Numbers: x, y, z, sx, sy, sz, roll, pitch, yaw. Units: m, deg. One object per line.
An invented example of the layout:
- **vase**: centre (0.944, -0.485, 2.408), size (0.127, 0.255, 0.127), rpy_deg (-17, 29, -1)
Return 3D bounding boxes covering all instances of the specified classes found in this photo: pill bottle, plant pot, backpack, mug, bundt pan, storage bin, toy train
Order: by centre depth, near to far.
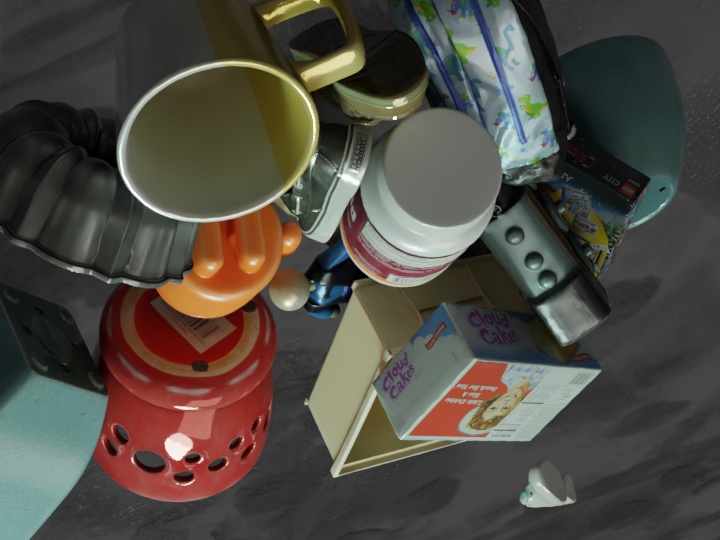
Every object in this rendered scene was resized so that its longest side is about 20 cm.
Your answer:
- **mug**: centre (-0.104, -0.143, 1.051), size (0.184, 0.154, 0.151), rpy_deg (-1, 134, -21)
- **bundt pan**: centre (-0.210, -0.070, 1.096), size (0.200, 0.202, 0.076), rpy_deg (8, 116, -45)
- **pill bottle**: centre (0.049, -0.059, 1.154), size (0.113, 0.116, 0.200), rpy_deg (-17, 171, -11)
- **backpack**: centre (0.101, -0.189, 1.159), size (0.151, 0.165, 0.201), rpy_deg (-7, 146, 2)
- **toy train**: centre (0.159, -0.025, 1.281), size (0.085, 0.114, 0.201), rpy_deg (-33, 109, 13)
- **plant pot**: centre (-0.360, 0.125, 1.326), size (0.200, 0.197, 0.195), rpy_deg (-41, 149, 13)
- **storage bin**: centre (0.065, 0.094, 1.402), size (0.196, 0.094, 0.201), rpy_deg (-11, 143, -29)
- **plant pot**: centre (-0.183, 0.105, 1.409), size (0.198, 0.202, 0.184), rpy_deg (-12, 145, -19)
- **plant pot**: centre (0.251, -0.120, 1.409), size (0.197, 0.136, 0.201), rpy_deg (-18, 152, -10)

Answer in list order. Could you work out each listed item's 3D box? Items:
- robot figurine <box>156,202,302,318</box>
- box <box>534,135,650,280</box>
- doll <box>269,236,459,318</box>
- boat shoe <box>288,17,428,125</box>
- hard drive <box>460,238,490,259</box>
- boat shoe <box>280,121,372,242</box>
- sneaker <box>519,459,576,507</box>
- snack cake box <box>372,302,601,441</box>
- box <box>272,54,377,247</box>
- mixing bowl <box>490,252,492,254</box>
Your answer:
- **robot figurine**: centre (-0.138, -0.019, 1.280), size (0.144, 0.117, 0.200), rpy_deg (-47, -176, -17)
- **box**: centre (0.171, -0.087, 1.349), size (0.038, 0.199, 0.137), rpy_deg (-49, 165, -32)
- **doll**: centre (0.000, 0.000, 1.352), size (0.198, 0.049, 0.137), rpy_deg (-11, 143, -28)
- **boat shoe**: centre (0.003, -0.149, 1.102), size (0.073, 0.200, 0.064), rpy_deg (-31, 119, -15)
- **hard drive**: centre (0.110, -0.007, 1.508), size (0.135, 0.042, 0.201), rpy_deg (-45, 165, -57)
- **boat shoe**: centre (-0.038, -0.080, 1.152), size (0.063, 0.072, 0.200), rpy_deg (15, 162, -6)
- **sneaker**: centre (0.316, 0.387, 2.437), size (0.087, 0.076, 0.200), rpy_deg (-18, 156, 17)
- **snack cake box**: centre (0.121, 0.100, 1.305), size (0.198, 0.068, 0.115), rpy_deg (8, 133, -46)
- **box**: centre (-0.044, -0.104, 1.270), size (0.094, 0.079, 0.200), rpy_deg (-30, 152, 14)
- **mixing bowl**: centre (0.176, 0.045, 1.567), size (0.201, 0.108, 0.200), rpy_deg (-55, 170, -14)
